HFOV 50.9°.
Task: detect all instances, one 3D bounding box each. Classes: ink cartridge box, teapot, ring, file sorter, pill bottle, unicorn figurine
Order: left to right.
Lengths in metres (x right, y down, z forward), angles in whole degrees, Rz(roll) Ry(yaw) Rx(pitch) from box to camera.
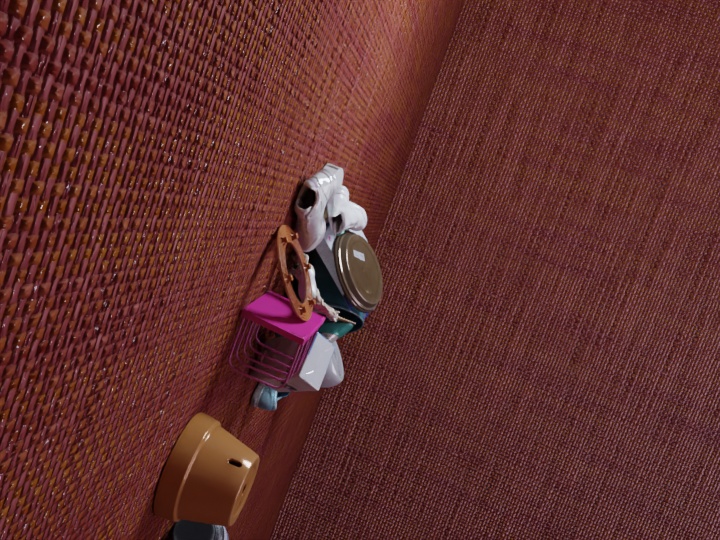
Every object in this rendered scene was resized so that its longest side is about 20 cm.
[{"bbox_3d":[-0.342,0.570,1.610,0.201,0.111,0.113,98,14,-64],"label":"pill bottle"},{"bbox_3d":[-0.176,0.144,1.574,0.200,0.138,0.127,-44,158,-77],"label":"file sorter"},{"bbox_3d":[-0.160,0.216,1.762,0.199,0.068,0.116,-11,-133,47],"label":"ink cartridge box"},{"bbox_3d":[-0.128,0.003,1.559,0.200,0.019,0.203,-13,90,-80],"label":"ring"},{"bbox_3d":[-0.114,0.056,1.706,0.073,0.202,0.137,-25,-179,-35],"label":"unicorn figurine"},{"bbox_3d":[-0.144,0.283,2.377,0.198,0.144,0.202,-95,165,-55],"label":"teapot"},{"bbox_3d":[-0.028,-0.037,1.837,0.201,0.043,0.197,60,27,-19],"label":"ink cartridge box"}]

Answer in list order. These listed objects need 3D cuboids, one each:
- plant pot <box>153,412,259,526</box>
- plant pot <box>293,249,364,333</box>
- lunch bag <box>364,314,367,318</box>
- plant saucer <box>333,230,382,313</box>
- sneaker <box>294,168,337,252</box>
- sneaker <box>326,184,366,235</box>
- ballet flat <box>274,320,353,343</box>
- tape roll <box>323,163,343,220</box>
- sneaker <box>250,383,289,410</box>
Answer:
[{"bbox_3d":[-0.279,0.387,1.424,0.200,0.138,0.203,20,90,-85],"label":"plant pot"},{"bbox_3d":[-0.078,0.037,1.933,0.201,0.197,0.190,98,0,-66],"label":"plant pot"},{"bbox_3d":[-0.048,0.069,2.199,0.151,0.198,0.095,100,12,-62],"label":"lunch bag"},{"bbox_3d":[0.000,0.000,1.793,0.200,0.029,0.202,41,40,-46],"label":"plant saucer"},{"bbox_3d":[-0.116,-0.123,1.624,0.099,0.074,0.202,-32,147,-49],"label":"sneaker"},{"bbox_3d":[-0.040,-0.117,1.738,0.200,0.074,0.090,45,46,-63],"label":"sneaker"},{"bbox_3d":[-0.115,0.162,1.872,0.068,0.197,0.071,93,-4,-64],"label":"ballet flat"},{"bbox_3d":[-0.093,-0.154,1.803,0.203,0.037,0.205,21,89,-84],"label":"tape roll"},{"bbox_3d":[-0.217,0.298,1.997,0.201,0.081,0.074,-63,173,-49],"label":"sneaker"}]
